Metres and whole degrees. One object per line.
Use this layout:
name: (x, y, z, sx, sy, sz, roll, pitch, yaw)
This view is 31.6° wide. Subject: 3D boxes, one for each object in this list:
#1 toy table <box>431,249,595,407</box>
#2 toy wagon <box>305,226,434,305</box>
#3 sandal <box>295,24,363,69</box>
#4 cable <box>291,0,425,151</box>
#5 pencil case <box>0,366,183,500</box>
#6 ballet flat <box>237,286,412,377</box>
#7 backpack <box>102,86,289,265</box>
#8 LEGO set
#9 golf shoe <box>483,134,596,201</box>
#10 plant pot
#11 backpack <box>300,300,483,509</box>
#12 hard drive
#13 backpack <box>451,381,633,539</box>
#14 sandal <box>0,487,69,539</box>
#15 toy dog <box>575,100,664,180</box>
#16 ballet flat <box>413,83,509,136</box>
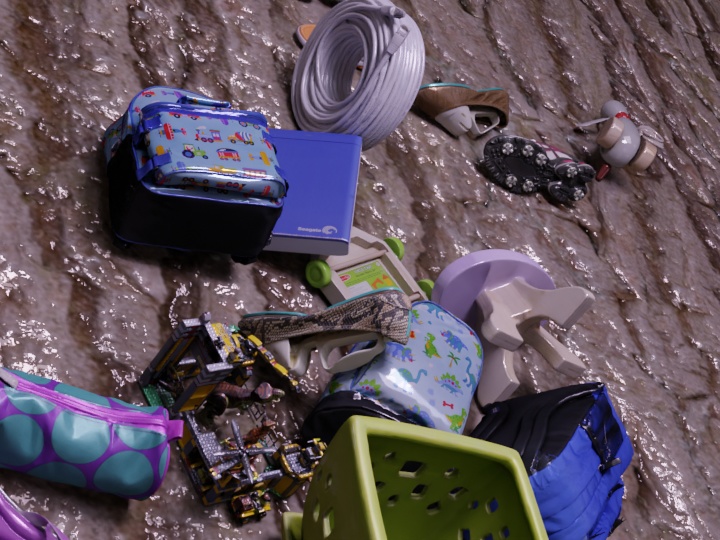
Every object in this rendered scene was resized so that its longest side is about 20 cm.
toy table: (0.184, 0.062, 1.495, 0.199, 0.184, 0.117, 9, 33, -39)
toy wagon: (0.000, 0.000, 1.493, 0.155, 0.040, 0.200, -18, 65, -50)
sandal: (0.004, -0.329, 1.819, 0.206, 0.059, 0.079, 1, 52, -42)
cable: (-0.006, -0.250, 1.613, 0.069, 0.201, 0.200, 14, 17, -38)
pencil case: (-0.259, 0.130, 1.075, 0.199, 0.092, 0.085, 21, 36, -27)
ballet flat: (-0.040, 0.068, 1.285, 0.068, 0.199, 0.076, 32, 52, -57)
backpack: (-0.181, -0.121, 1.364, 0.182, 0.135, 0.201, 8, 44, -26)
LEGO set: (-0.109, 0.122, 1.199, 0.153, 0.116, 0.201, 3, 51, -40)
golf shoe: (0.250, -0.157, 1.874, 0.199, 0.077, 0.088, 17, 22, -33)
plant pot: (0.041, 0.270, 1.130, 0.198, 0.182, 0.201, 16, 43, -30)
backpack: (0.048, 0.127, 1.337, 0.163, 0.154, 0.200, 34, 25, -2)
hard drive: (-0.071, -0.096, 1.489, 0.131, 0.025, 0.200, 5, 41, 2)
backpack: (0.193, 0.227, 1.331, 0.168, 0.162, 0.200, 62, 34, -6)
sandal: (-0.267, 0.219, 1.011, 0.202, 0.050, 0.083, 39, 36, -4)
toy dog: (0.409, -0.204, 2.060, 0.132, 0.096, 0.200, 42, 21, 6)
ballet flat: (0.155, -0.232, 1.868, 0.200, 0.068, 0.073, -4, 75, -49)
